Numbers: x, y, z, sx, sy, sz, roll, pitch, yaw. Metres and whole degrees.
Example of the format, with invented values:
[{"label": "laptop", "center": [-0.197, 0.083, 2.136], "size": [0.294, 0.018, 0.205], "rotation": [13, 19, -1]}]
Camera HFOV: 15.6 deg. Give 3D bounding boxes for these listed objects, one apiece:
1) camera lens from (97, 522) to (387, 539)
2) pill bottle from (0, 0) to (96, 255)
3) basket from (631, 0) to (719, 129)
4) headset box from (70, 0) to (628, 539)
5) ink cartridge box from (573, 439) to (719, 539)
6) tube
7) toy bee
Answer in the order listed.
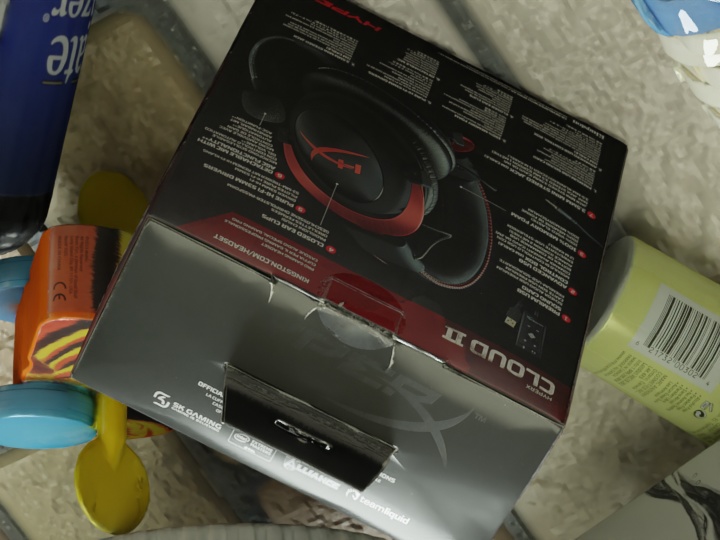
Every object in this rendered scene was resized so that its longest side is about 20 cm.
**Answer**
[{"label": "camera lens", "center": [-0.045, 0.208, 0.965], "size": [0.159, 0.202, 0.160], "rotation": [-1, 161, 0]}, {"label": "pill bottle", "center": [-0.150, -0.072, 0.886], "size": [0.111, 0.112, 0.202], "rotation": [15, 100, 4]}, {"label": "basket", "center": [0.127, -0.138, 0.787], "size": [0.138, 0.177, 0.200], "rotation": [-25, 127, 10]}, {"label": "headset box", "center": [0.000, 0.000, 0.882], "size": [0.148, 0.200, 0.075], "rotation": [26, 124, -5]}, {"label": "ink cartridge box", "center": [0.165, 0.132, 0.925], "size": [0.199, 0.084, 0.145], "rotation": [-34, 109, 1]}, {"label": "tube", "center": [0.168, 0.057, 0.972], "size": [0.199, 0.052, 0.058], "rotation": [30, 155, -10]}, {"label": "toy bee", "center": [-0.096, 0.028, 0.994], "size": [0.108, 0.200, 0.132], "rotation": [6, 90, -23]}]
